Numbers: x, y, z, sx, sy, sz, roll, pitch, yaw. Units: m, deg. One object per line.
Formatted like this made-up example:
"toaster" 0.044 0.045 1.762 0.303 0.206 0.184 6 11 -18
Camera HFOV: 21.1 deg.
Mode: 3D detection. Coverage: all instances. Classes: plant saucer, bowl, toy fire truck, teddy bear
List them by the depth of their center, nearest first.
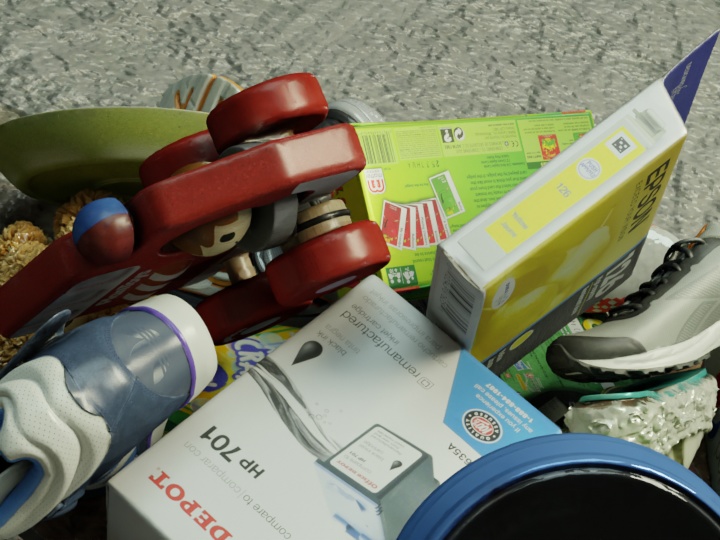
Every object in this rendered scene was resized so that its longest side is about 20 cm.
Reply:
"bowl" 0.104 0.180 0.928 0.200 0.202 0.039 8 2 -7
"toy fire truck" -0.092 -0.019 1.025 0.168 0.200 0.113 -19 84 -36
"teddy bear" -0.178 0.010 1.172 0.144 0.067 0.200 -11 34 6
"plant saucer" -0.145 -0.066 1.259 0.199 0.200 0.031 3 78 -14

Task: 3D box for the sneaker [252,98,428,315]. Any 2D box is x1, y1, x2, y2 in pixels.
"sneaker" 0.000 0.000 1.203 0.114 0.075 0.201 -32 96 -42

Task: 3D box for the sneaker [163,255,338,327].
"sneaker" -0.048 -0.010 1.262 0.200 0.080 0.078 -18 42 -39

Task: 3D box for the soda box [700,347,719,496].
"soda box" 0.256 0.108 1.198 0.068 0.064 0.200 11 33 -3

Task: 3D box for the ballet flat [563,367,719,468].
"ballet flat" 0.166 0.098 1.137 0.072 0.072 0.200 27 13 21

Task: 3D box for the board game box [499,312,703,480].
"board game box" 0.142 0.093 1.221 0.104 0.024 0.200 0 36 -17

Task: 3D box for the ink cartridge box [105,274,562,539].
"ink cartridge box" -0.014 0.119 1.016 0.146 0.086 0.200 39 56 21

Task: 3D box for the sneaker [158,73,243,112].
"sneaker" -0.062 -0.082 1.380 0.199 0.079 0.077 24 6 26

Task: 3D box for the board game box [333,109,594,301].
"board game box" 0.068 -0.040 1.186 0.199 0.048 0.102 -7 81 -38

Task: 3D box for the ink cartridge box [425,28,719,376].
"ink cartridge box" 0.123 -0.021 1.081 0.200 0.198 0.047 -34 72 -14

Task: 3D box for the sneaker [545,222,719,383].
"sneaker" 0.196 0.019 1.184 0.199 0.080 0.074 -19 2 -25

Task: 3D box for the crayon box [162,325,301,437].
"crayon box" -0.024 0.091 1.144 0.199 0.052 0.126 8 34 -8

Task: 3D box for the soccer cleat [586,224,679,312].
"soccer cleat" 0.117 -0.016 1.291 0.199 0.069 0.085 11 -5 21

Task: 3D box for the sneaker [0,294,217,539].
"sneaker" -0.168 0.091 0.991 0.146 0.200 0.081 -32 84 -37

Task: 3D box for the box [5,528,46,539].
"box" -0.243 0.177 0.948 0.200 0.050 0.198 33 37 28
